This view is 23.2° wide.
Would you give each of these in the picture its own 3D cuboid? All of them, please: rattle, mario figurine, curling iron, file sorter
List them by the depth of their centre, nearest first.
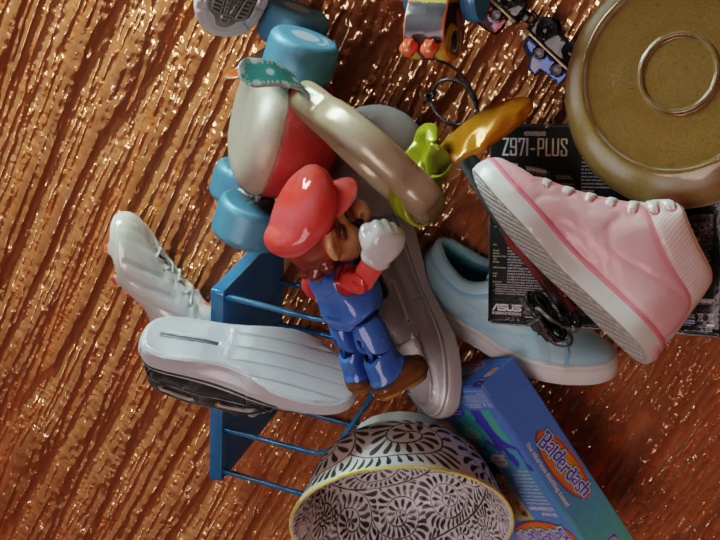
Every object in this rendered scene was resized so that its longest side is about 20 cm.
[{"bbox_3d":[0.012,-0.141,1.369,0.200,0.130,0.143,43,104,10],"label":"rattle"},{"bbox_3d":[0.120,-0.029,1.395,0.026,0.049,0.202,-39,67,34],"label":"curling iron"},{"bbox_3d":[0.000,0.000,1.438,0.122,0.106,0.202,-13,114,23],"label":"mario figurine"},{"bbox_3d":[-0.057,0.087,1.624,0.121,0.139,0.202,12,119,17],"label":"file sorter"}]

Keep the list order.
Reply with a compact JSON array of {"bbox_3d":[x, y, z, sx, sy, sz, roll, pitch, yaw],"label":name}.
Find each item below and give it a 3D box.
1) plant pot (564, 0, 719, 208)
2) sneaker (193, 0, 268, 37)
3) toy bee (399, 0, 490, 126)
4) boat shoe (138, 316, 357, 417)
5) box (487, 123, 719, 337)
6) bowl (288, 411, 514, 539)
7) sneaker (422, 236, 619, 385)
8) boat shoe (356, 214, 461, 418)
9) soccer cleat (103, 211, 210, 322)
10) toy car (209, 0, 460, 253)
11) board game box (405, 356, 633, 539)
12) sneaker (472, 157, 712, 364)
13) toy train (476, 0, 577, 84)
[{"bbox_3d":[0.247,-0.149,1.344,0.198,0.027,0.203,-6,77,26],"label":"plant pot"},{"bbox_3d":[-0.097,-0.305,1.484,0.077,0.100,0.201,20,110,-35],"label":"sneaker"},{"bbox_3d":[0.067,-0.209,1.382,0.130,0.109,0.202,-18,101,25],"label":"toy bee"},{"bbox_3d":[-0.096,0.091,1.529,0.198,0.073,0.071,15,141,12],"label":"boat shoe"},{"bbox_3d":[0.208,-0.036,1.423,0.198,0.086,0.166,2,95,26],"label":"box"},{"bbox_3d":[0.035,0.189,1.566,0.198,0.095,0.202,-1,141,-1],"label":"bowl"},{"bbox_3d":[0.137,0.032,1.531,0.198,0.074,0.083,22,128,16],"label":"sneaker"},{"bbox_3d":[0.030,0.035,1.532,0.072,0.068,0.202,-30,72,55],"label":"boat shoe"},{"bbox_3d":[-0.183,0.028,1.705,0.077,0.069,0.202,-9,117,25],"label":"soccer cleat"},{"bbox_3d":[-0.012,-0.108,1.516,0.198,0.177,0.186,15,110,-12],"label":"toy car"},{"bbox_3d":[0.139,0.172,1.570,0.201,0.045,0.152,57,156,-11],"label":"board game box"},{"bbox_3d":[0.183,-0.033,1.336,0.105,0.075,0.200,-44,79,-6],"label":"sneaker"},{"bbox_3d":[0.110,-0.219,1.438,0.200,0.034,0.046,42,108,4],"label":"toy train"}]
